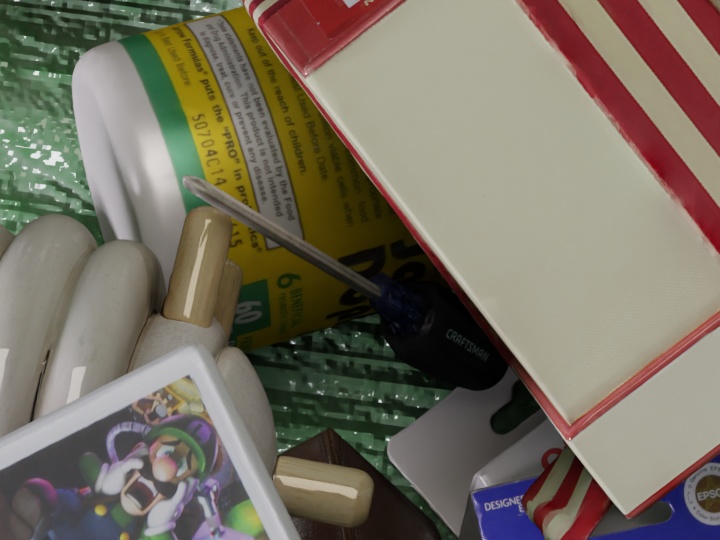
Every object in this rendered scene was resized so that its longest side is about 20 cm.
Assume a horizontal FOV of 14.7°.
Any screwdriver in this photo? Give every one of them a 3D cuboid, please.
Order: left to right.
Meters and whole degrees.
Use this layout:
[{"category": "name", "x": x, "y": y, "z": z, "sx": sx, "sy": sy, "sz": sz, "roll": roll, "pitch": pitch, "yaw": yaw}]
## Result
[{"category": "screwdriver", "x": 0.000, "y": 0.000, "z": 0.863, "sx": 0.029, "sy": 0.200, "sz": 0.028, "roll": -37, "pitch": 59, "yaw": 8}]

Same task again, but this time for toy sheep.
[{"category": "toy sheep", "x": -0.093, "y": 0.044, "z": 0.825, "sx": 0.199, "sy": 0.138, "sz": 0.139, "roll": 10, "pitch": 64, "yaw": 8}]

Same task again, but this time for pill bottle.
[{"category": "pill bottle", "x": 0.012, "y": -0.045, "z": 0.943, "sx": 0.199, "sy": 0.113, "sz": 0.113, "roll": -16, "pitch": 67, "yaw": -12}]

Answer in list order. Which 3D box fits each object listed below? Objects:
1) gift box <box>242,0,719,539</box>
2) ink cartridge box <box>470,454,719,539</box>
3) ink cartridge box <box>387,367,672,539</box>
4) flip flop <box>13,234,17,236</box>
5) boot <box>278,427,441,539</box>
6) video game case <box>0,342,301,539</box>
[{"category": "gift box", "x": 0.079, "y": -0.043, "z": 0.796, "sx": 0.184, "sy": 0.200, "sz": 0.187, "roll": -36, "pitch": 112, "yaw": 6}, {"category": "ink cartridge box", "x": 0.091, "y": 0.157, "z": 0.841, "sx": 0.094, "sy": 0.037, "sz": 0.201, "roll": -15, "pitch": 83, "yaw": 26}, {"category": "ink cartridge box", "x": 0.113, "y": 0.088, "z": 0.912, "sx": 0.116, "sy": 0.068, "sz": 0.200, "roll": -36, "pitch": 72, "yaw": -19}, {"category": "flip flop", "x": -0.126, "y": 0.079, "z": 0.901, "sx": 0.081, "sy": 0.058, "sz": 0.201, "roll": 12, "pitch": 71, "yaw": 2}, {"category": "boot", "x": -0.035, "y": 0.139, "z": 0.842, "sx": 0.186, "sy": 0.064, "sz": 0.201, "roll": 14, "pitch": 53, "yaw": -39}, {"category": "video game case", "x": -0.079, "y": 0.147, "z": 0.734, "sx": 0.181, "sy": 0.023, "sz": 0.201, "roll": -27, "pitch": 79, "yaw": -3}]
